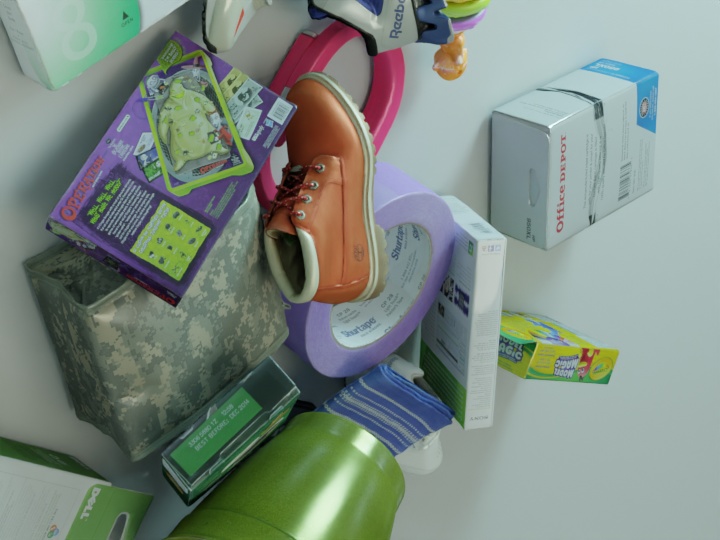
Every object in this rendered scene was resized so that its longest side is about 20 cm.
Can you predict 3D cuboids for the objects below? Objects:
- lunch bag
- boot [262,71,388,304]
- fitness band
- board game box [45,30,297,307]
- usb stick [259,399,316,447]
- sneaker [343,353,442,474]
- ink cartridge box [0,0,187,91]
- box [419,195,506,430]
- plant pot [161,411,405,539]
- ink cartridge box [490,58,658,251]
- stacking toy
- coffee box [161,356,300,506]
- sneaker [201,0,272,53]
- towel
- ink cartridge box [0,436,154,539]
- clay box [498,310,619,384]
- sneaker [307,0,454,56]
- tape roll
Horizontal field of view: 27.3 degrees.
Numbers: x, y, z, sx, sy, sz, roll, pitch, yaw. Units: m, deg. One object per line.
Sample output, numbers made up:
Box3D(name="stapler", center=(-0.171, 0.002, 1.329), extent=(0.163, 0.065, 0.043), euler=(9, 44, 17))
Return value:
Box3D(name="lunch bag", center=(-0.156, 0.027, 1.239), extent=(0.199, 0.117, 0.165), euler=(-33, 129, -27))
Box3D(name="boot", center=(-0.041, -0.069, 1.249), extent=(0.107, 0.075, 0.202), euler=(-9, 87, -47))
Box3D(name="fitness band", center=(-0.031, -0.139, 1.363), extent=(0.143, 0.037, 0.201), euler=(35, 82, -53))
Box3D(name="board game box", center=(-0.146, -0.083, 1.169), extent=(0.120, 0.032, 0.201), euler=(33, 62, -8))
Box3D(name="usb stick", center=(-0.111, 0.139, 1.409), extent=(0.199, 0.032, 0.056), euler=(19, 96, -51))
Box3D(name="sneaker", center=(0.050, 0.158, 1.556), extent=(0.075, 0.087, 0.201), euler=(-55, 141, -22))
Box3D(name="ink cartridge box", center=(-0.209, -0.259, 1.093), extent=(0.161, 0.050, 0.201), euler=(-40, 136, -28))
Box3D(name="box", center=(0.101, 0.041, 1.504), extent=(0.036, 0.144, 0.202), euler=(-2, 110, -17))
Box3D(name="plant pot", center=(-0.056, 0.238, 1.328), extent=(0.193, 0.199, 0.202), euler=(-54, 142, -39))
Box3D(name="ink cartridge box", center=(0.234, -0.130, 1.621), extent=(0.199, 0.084, 0.146), euler=(-28, 127, -38))
Box3D(name="stacking toy", center=(0.088, -0.265, 1.392), extent=(0.116, 0.110, 0.201), euler=(-29, 140, -28))
Box3D(name="coffee box", center=(-0.114, 0.141, 1.266), extent=(0.123, 0.044, 0.200), euler=(-42, 175, -12))
Box3D(name="sneaker", center=(-0.060, -0.261, 1.208), extent=(0.070, 0.093, 0.201), euler=(149, -36, -86))
Box3D(name="towel", center=(-0.015, 0.173, 1.464), extent=(0.199, 0.024, 0.145), euler=(-37, 142, 14))
Box3D(name="ink cartridge box", center=(-0.276, 0.204, 1.236), extent=(0.199, 0.059, 0.105), euler=(26, 89, -51))
Box3D(name="clay box", center=(0.187, 0.083, 1.650), extent=(0.199, 0.114, 0.048), euler=(7, 104, -49))
Box3D(name="sneaker", center=(-0.003, -0.270, 1.270), extent=(0.114, 0.081, 0.201), euler=(-22, 102, -2))
Box3D(name="tape roll", center=(0.000, 0.000, 1.410), extent=(0.199, 0.065, 0.201), euler=(-32, 142, -30))
